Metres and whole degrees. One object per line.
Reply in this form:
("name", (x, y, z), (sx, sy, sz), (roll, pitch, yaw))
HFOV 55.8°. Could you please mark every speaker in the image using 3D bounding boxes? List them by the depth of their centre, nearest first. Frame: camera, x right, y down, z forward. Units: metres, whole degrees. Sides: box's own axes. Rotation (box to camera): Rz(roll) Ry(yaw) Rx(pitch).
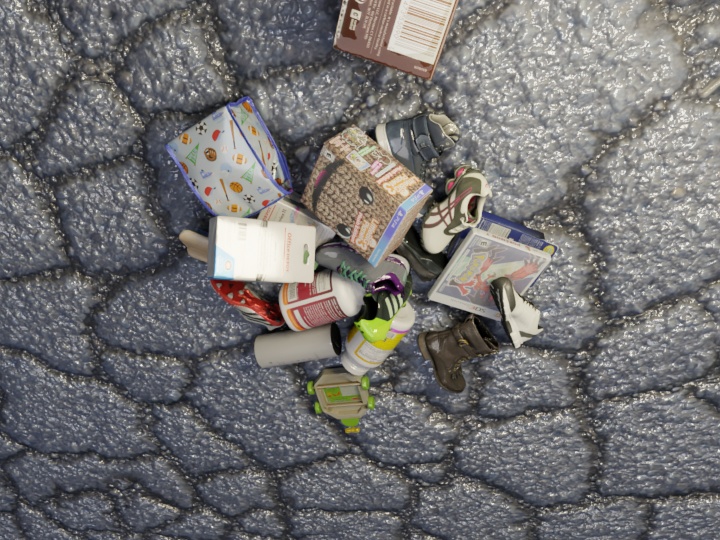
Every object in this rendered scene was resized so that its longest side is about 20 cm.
("speaker", (-0.144, 0.176, 1.592), (0.197, 0.082, 0.082), (-11, 123, 17))

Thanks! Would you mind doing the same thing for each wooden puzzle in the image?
("wooden puzzle", (-0.283, -0.038, 1.438), (0.183, 0.047, 0.200), (21, 168, -7))

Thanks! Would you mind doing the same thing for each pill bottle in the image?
("pill bottle", (-0.068, 0.055, 1.474), (0.197, 0.114, 0.114), (-16, 122, 20))
("pill bottle", (0.032, 0.147, 1.530), (0.103, 0.105, 0.201), (28, 125, -12))

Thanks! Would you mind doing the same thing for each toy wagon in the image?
("toy wagon", (-0.042, 0.328, 1.711), (0.153, 0.040, 0.202), (-7, 125, 14))

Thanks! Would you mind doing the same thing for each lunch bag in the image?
("lunch bag", (-0.242, -0.201, 1.306), (0.168, 0.124, 0.202), (-25, 103, 25))

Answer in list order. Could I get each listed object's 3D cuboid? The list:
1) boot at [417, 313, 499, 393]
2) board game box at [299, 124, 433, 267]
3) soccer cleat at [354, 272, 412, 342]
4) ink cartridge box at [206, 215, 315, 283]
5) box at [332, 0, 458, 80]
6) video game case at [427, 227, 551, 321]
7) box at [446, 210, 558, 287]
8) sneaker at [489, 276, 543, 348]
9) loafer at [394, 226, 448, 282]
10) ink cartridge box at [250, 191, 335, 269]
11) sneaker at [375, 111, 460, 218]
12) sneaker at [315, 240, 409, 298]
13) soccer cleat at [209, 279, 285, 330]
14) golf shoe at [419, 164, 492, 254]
("boot", (0.236, 0.193, 1.530), (0.173, 0.070, 0.201), (-18, 120, 37))
("board game box", (0.007, -0.139, 1.273), (0.199, 0.097, 0.160), (40, 137, 10))
("soccer cleat", (0.051, 0.059, 1.407), (0.067, 0.201, 0.081), (-15, 124, 43))
("ink cartridge box", (-0.191, -0.036, 1.314), (0.197, 0.068, 0.118), (5, 86, -25))
("box", (0.065, -0.427, 1.054), (0.162, 0.201, 0.167), (16, 126, -3))
("video game case", (0.261, 0.014, 1.396), (0.180, 0.023, 0.201), (17, 131, -15))
("box", (0.291, -0.045, 1.396), (0.197, 0.033, 0.122), (20, 126, -7))
("sneaker", (0.323, 0.075, 1.403), (0.079, 0.074, 0.201), (-25, 135, 4))
("loafer", (0.094, -0.043, 1.406), (0.200, 0.073, 0.072), (41, 125, -19))
("ink cartridge box", (-0.154, -0.100, 1.404), (0.198, 0.068, 0.118), (26, 125, -10))
("sneaker", (0.129, -0.200, 1.283), (0.144, 0.077, 0.204), (-14, 121, 21))
("sneaker", (0.000, 0.000, 1.363), (0.197, 0.088, 0.075), (9, 140, 0))
("soccer cleat", (-0.261, 0.073, 1.546), (0.198, 0.069, 0.085), (31, 143, -15))
("golf shoe", (0.181, -0.103, 1.318), (0.076, 0.088, 0.202), (1, 129, -34))
